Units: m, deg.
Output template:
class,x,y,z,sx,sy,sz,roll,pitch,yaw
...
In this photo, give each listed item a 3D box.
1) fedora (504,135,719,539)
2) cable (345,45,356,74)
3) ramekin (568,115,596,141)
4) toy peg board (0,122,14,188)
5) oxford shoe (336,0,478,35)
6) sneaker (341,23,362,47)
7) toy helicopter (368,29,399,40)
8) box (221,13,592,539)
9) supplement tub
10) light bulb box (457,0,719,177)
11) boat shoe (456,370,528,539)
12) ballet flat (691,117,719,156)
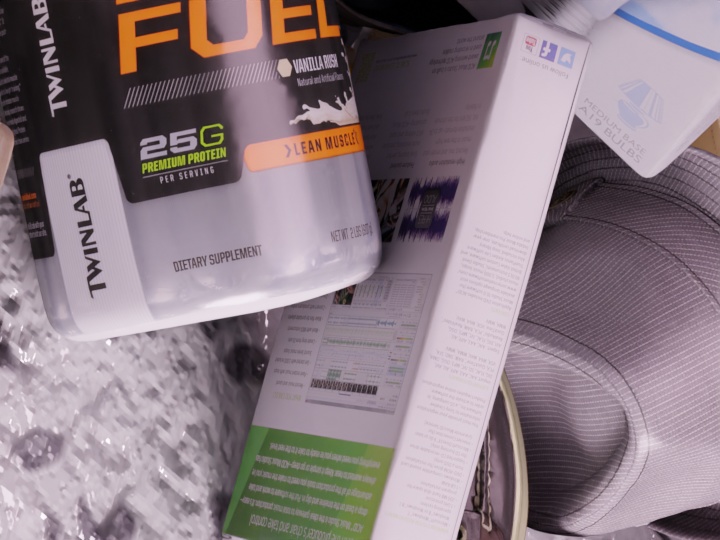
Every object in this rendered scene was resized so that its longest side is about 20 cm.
class,x,y,z,sx,sy,sz,roll,pitch,yaw
fedora,0.095,0.042,1.129,0.090,0.200,0.178,-29,106,-32
cable,0.000,0.000,1.145,0.200,0.050,0.097,61,41,-27
ramekin,0.141,-0.018,1.324,0.200,0.097,0.201,22,63,-53
toy peg board,-0.202,0.052,0.703,0.098,0.199,0.201,33,54,-30
oxford shoe,0.051,-0.110,1.121,0.199,0.073,0.072,1,116,-31
sneaker,0.016,-0.183,1.154,0.075,0.113,0.201,27,64,-50
toy helicopter,0.050,-0.141,1.260,0.132,0.079,0.201,56,50,-46
box,0.013,0.011,1.035,0.036,0.144,0.201,19,84,-21
supplement tub,-0.068,-0.084,0.996,0.122,0.122,0.201,-17,96,-57
light bulb box,0.100,-0.172,0.993,0.198,0.200,0.125,43,63,6
boat shoe,0.021,0.119,1.074,0.065,0.073,0.201,13,80,-78
ballet flat,0.175,-0.036,1.233,0.200,0.063,0.069,60,37,-27
